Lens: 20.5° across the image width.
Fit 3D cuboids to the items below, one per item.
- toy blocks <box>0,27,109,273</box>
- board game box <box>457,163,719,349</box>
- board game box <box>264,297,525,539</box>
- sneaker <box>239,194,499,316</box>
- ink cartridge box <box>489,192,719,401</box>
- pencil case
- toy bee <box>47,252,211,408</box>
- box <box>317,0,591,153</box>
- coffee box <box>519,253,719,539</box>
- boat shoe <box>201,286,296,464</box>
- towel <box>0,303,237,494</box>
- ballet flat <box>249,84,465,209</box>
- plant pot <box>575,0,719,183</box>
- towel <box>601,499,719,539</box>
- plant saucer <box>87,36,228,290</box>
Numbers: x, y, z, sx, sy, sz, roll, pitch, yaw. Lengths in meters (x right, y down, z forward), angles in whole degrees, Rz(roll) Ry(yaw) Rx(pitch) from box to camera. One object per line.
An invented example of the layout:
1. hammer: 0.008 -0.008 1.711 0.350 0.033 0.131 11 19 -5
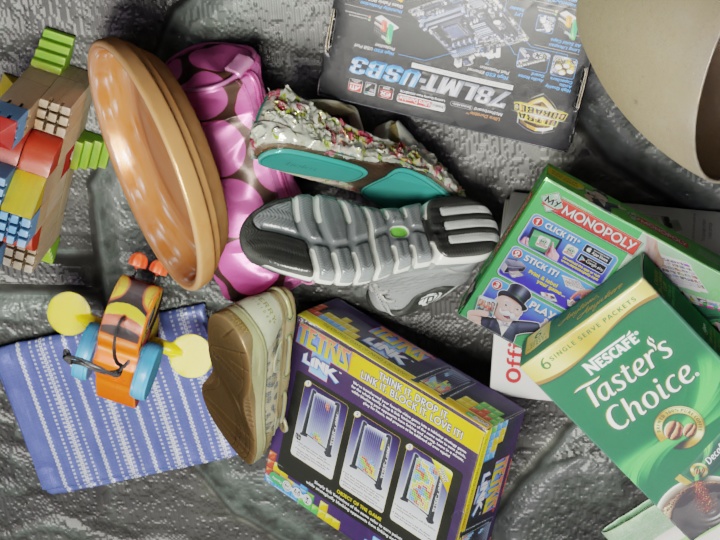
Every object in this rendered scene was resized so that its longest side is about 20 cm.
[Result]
1. toy blocks: -0.263 -0.071 1.554 0.100 0.137 0.200 19 118 1
2. board game box: 0.192 0.024 1.477 0.200 0.029 0.135 29 118 -5
3. board game box: 0.023 0.141 1.596 0.200 0.057 0.165 31 121 31
4. sneaker: 0.000 0.000 1.530 0.200 0.075 0.116 0 150 -14
5. ink cartridge box: 0.203 0.028 1.541 0.200 0.083 0.147 5 117 8
6. pencil case: -0.090 -0.077 1.547 0.094 0.091 0.200 9 126 47
7. toy bee: -0.175 0.047 1.580 0.131 0.200 0.109 24 78 -19
8. box: 0.081 -0.203 1.472 0.200 0.050 0.199 14 119 6
9. coffee box: 0.225 0.096 1.467 0.123 0.044 0.200 -37 106 24
10. boat shoe: -0.081 0.087 1.582 0.073 0.063 0.200 47 154 21
11. towel: -0.203 0.110 1.698 0.200 0.024 0.145 -12 110 15
12. ballet flat: 0.004 -0.091 1.513 0.200 0.064 0.076 19 152 -36
13. plant pot: 0.231 -0.178 1.395 0.134 0.200 0.200 28 121 29
14. towel: 0.323 0.250 1.659 0.153 0.023 0.200 -37 104 25
15. plant saucer: -0.148 -0.083 1.493 0.037 0.200 0.200 -22 113 -16
